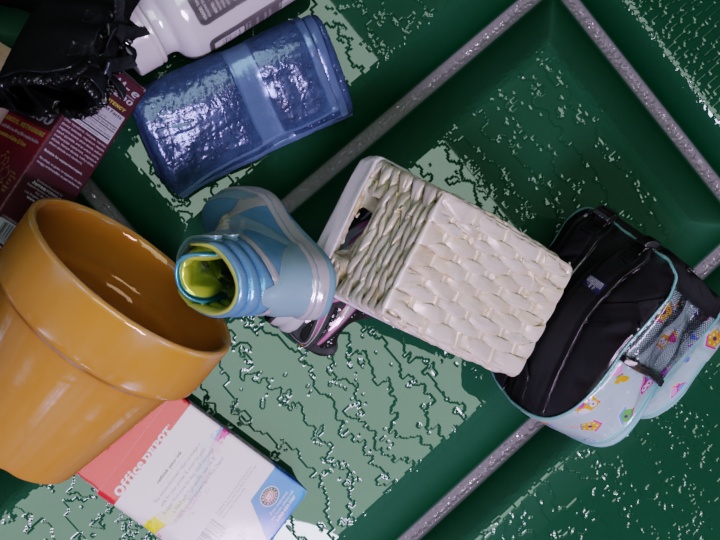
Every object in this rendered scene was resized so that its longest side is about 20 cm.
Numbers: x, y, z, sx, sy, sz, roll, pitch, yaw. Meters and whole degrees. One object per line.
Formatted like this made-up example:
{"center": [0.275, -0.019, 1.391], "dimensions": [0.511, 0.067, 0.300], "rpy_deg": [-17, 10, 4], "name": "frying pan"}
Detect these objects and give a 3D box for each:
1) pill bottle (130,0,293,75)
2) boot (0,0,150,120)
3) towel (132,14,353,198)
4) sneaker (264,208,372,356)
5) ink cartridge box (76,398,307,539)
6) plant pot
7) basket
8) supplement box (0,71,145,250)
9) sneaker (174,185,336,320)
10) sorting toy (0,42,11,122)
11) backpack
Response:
{"center": [-0.141, -0.267, 1.061], "dimensions": [0.200, 0.111, 0.111], "rpy_deg": [-34, 95, -9], "name": "pill bottle"}
{"center": [-0.271, -0.207, 0.975], "dimensions": [0.198, 0.073, 0.163], "rpy_deg": [3, 63, 23], "name": "boot"}
{"center": [-0.111, -0.157, 1.079], "dimensions": [0.200, 0.049, 0.112], "rpy_deg": [-26, 122, -9], "name": "towel"}
{"center": [0.000, 0.000, 1.113], "dimensions": [0.200, 0.080, 0.086], "rpy_deg": [-43, 115, -5], "name": "sneaker"}
{"center": [-0.165, 0.191, 1.076], "dimensions": [0.200, 0.067, 0.116], "rpy_deg": [38, 83, -7], "name": "ink cartridge box"}
{"center": [-0.243, 0.072, 0.963], "dimensions": [0.200, 0.200, 0.183], "rpy_deg": [38, 101, -8], "name": "plant pot"}
{"center": [0.075, 0.001, 1.040], "dimensions": [0.200, 0.123, 0.136], "rpy_deg": [26, 92, -36], "name": "basket"}
{"center": [-0.291, -0.105, 1.031], "dimensions": [0.061, 0.109, 0.200], "rpy_deg": [37, 81, -43], "name": "supplement box"}
{"center": [-0.122, -0.022, 1.012], "dimensions": [0.130, 0.200, 0.080], "rpy_deg": [-1, 115, -36], "name": "sneaker"}
{"center": [-0.431, -0.157, 1.008], "dimensions": [0.200, 0.070, 0.199], "rpy_deg": [31, 85, 6], "name": "sorting toy"}
{"center": [0.228, 0.064, 1.092], "dimensions": [0.200, 0.176, 0.153], "rpy_deg": [-50, 128, 4], "name": "backpack"}
